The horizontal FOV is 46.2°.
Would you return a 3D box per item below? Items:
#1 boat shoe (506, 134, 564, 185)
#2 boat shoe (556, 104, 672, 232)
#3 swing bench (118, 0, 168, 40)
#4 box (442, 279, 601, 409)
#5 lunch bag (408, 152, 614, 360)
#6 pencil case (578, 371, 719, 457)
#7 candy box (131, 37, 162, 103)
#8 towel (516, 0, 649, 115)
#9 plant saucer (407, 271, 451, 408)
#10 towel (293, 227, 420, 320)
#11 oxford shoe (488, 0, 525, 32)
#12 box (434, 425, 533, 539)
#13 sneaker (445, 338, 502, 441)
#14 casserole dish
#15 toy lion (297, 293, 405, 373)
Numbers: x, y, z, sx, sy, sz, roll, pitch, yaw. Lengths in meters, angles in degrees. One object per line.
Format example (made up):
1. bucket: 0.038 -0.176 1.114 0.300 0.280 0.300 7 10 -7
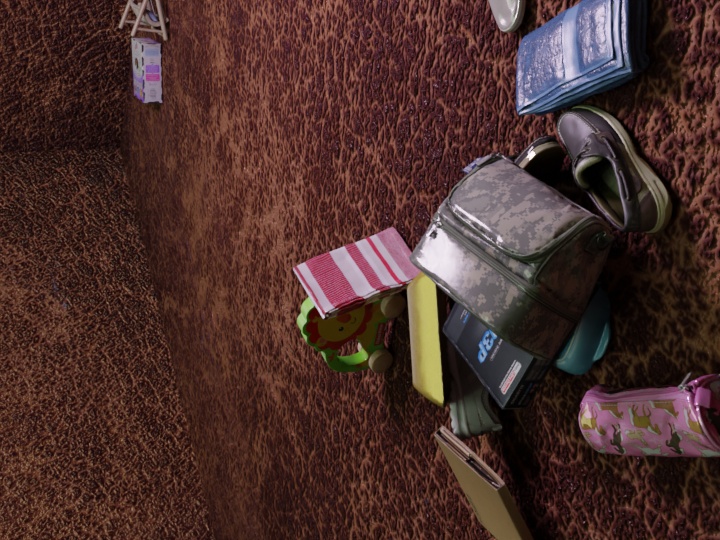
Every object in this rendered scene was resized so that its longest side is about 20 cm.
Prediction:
1. boat shoe: 0.201 -0.120 1.104 0.201 0.072 0.066 117 140 -59
2. boat shoe: 0.276 -0.120 0.966 0.073 0.065 0.203 106 147 -44
3. swing bench: -0.707 -0.879 2.775 0.199 0.127 0.204 41 126 55
4. box: 0.197 0.047 1.072 0.160 0.045 0.203 54 128 43
5. lunch bag: 0.174 -0.025 0.967 0.169 0.138 0.200 -55 44 7
6. pencil case: 0.323 0.159 0.917 0.199 0.081 0.089 -27 72 64
7. candy box: -0.747 -0.702 2.955 0.167 0.070 0.204 38 130 56
8. towel: 0.253 -0.256 0.992 0.199 0.048 0.114 166 106 -65
9. plant saucer: 0.103 0.096 1.265 0.200 0.047 0.205 18 -112 -80
10. towel: 0.000 0.000 1.425 0.145 0.197 0.023 53 158 44
11. oxford shoe: 0.173 -0.414 1.126 0.075 0.057 0.205 -22 78 61
12. box: 0.187 0.332 1.201 0.163 0.021 0.202 34 154 58
13. sneaker: 0.171 0.152 1.260 0.075 0.080 0.204 65 -158 -65
14. casserole dish: 0.236 0.051 1.088 0.199 0.038 0.124 37 117 52
15. toy lion: -0.023 0.098 1.499 0.069 0.188 0.203 51 140 47
